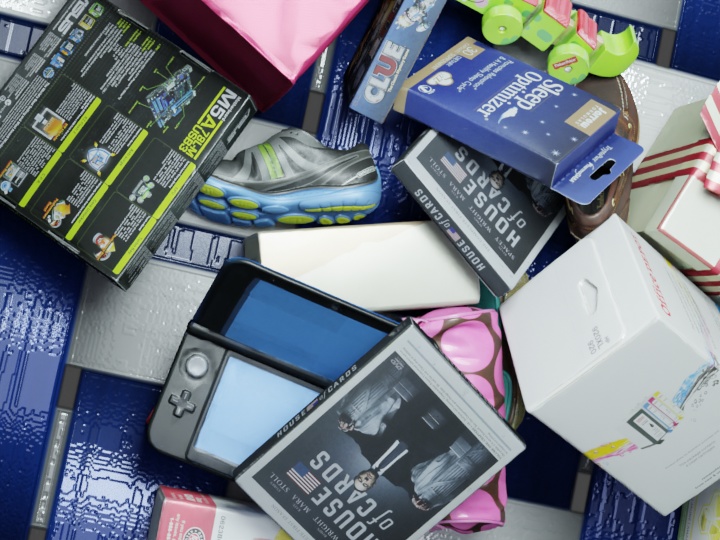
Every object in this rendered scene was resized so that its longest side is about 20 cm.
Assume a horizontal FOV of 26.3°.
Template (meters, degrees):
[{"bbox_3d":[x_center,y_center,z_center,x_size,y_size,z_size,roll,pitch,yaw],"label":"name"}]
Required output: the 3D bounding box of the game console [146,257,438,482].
[{"bbox_3d":[-0.060,0.105,1.310,0.198,0.118,0.172,23,81,-10],"label":"game console"}]

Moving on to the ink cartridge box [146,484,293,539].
[{"bbox_3d":[-0.094,0.283,1.366,0.198,0.083,0.147,12,86,-12],"label":"ink cartridge box"}]

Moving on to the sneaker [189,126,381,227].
[{"bbox_3d":[-0.080,-0.088,1.396,0.197,0.071,0.084,1,67,-10],"label":"sneaker"}]

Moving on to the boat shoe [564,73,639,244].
[{"bbox_3d":[0.219,-0.115,1.417,0.070,0.070,0.202,-8,59,17],"label":"boat shoe"}]

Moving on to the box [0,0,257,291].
[{"bbox_3d":[-0.223,-0.117,1.338,0.192,0.048,0.201,33,81,9],"label":"box"}]

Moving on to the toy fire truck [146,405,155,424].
[{"bbox_3d":[-0.080,0.110,1.392,0.141,0.049,0.200,45,80,-7],"label":"toy fire truck"}]

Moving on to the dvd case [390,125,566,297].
[{"bbox_3d":[0.122,-0.087,1.398,0.151,0.025,0.200,49,43,-8],"label":"dvd case"}]

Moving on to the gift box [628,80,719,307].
[{"bbox_3d":[0.350,-0.071,1.422,0.183,0.187,0.201,29,84,-10],"label":"gift box"}]

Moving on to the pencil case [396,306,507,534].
[{"bbox_3d":[0.081,0.135,1.376,0.093,0.090,0.202,-2,86,-49],"label":"pencil case"}]

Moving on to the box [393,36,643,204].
[{"bbox_3d":[0.143,-0.135,1.356,0.199,0.033,0.121,30,43,22],"label":"box"}]

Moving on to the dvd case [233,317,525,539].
[{"bbox_3d":[0.016,0.158,1.290,0.200,0.025,0.150,-42,106,8],"label":"dvd case"}]

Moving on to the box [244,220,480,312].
[{"bbox_3d":[0.000,0.000,1.391,0.198,0.095,0.079,-4,88,-14],"label":"box"}]

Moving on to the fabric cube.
[{"bbox_3d":[-0.080,-0.285,1.329,0.200,0.196,0.200,42,82,-9],"label":"fabric cube"}]

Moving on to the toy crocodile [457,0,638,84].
[{"bbox_3d":[0.165,-0.232,1.407,0.199,0.062,0.068,27,44,-19],"label":"toy crocodile"}]

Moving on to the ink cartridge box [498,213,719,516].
[{"bbox_3d":[0.245,0.084,1.361,0.144,0.148,0.200,-40,123,21],"label":"ink cartridge box"}]

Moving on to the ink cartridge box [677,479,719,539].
[{"bbox_3d":[0.357,0.236,1.407,0.047,0.200,0.147,11,86,-14],"label":"ink cartridge box"}]

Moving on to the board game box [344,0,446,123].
[{"bbox_3d":[0.047,-0.238,1.352,0.034,0.136,0.201,25,106,-11],"label":"board game box"}]

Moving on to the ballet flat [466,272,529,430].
[{"bbox_3d":[0.132,0.086,1.436,0.070,0.071,0.202,0,90,-12],"label":"ballet flat"}]
